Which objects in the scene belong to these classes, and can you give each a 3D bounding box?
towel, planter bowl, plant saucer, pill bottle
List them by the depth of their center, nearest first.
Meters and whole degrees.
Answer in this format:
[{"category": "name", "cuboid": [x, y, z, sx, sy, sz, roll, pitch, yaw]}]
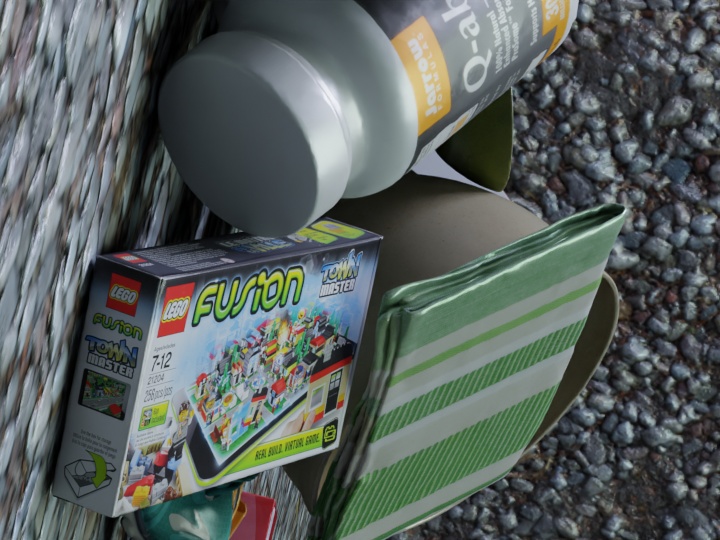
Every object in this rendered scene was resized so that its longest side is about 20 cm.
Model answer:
[{"category": "pill bottle", "cuboid": [0.004, -0.105, 1.388, 0.200, 0.116, 0.117, -41, 153, -38]}, {"category": "towel", "cuboid": [0.049, 0.059, 1.498, 0.152, 0.023, 0.200, -23, 147, -33]}, {"category": "plant saucer", "cuboid": [0.045, -0.138, 1.574, 0.200, 0.031, 0.201, 171, -90, -85]}, {"category": "planter bowl", "cuboid": [0.018, 0.027, 1.581, 0.200, 0.135, 0.200, -31, 151, -19]}]

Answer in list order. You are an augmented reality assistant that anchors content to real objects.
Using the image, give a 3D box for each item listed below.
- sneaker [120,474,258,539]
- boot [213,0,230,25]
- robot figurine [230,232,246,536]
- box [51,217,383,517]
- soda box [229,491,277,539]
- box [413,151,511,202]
[{"category": "sneaker", "cuboid": [-0.074, 0.083, 1.500, 0.078, 0.079, 0.200, -50, 157, -42]}, {"category": "boot", "cuboid": [-0.031, -0.185, 1.506, 0.200, 0.073, 0.096, -55, 165, -60]}, {"category": "robot figurine", "cuboid": [-0.079, 0.073, 1.666, 0.200, 0.058, 0.145, -74, 173, -54]}, {"category": "box", "cuboid": [-0.062, 0.040, 1.348, 0.200, 0.035, 0.110, -12, 118, -60]}, {"category": "soda box", "cuboid": [-0.104, 0.227, 1.747, 0.063, 0.070, 0.201, 95, 8, -74]}, {"category": "box", "cuboid": [0.000, 0.000, 1.768, 0.125, 0.097, 0.200, 57, -33, 36]}]
